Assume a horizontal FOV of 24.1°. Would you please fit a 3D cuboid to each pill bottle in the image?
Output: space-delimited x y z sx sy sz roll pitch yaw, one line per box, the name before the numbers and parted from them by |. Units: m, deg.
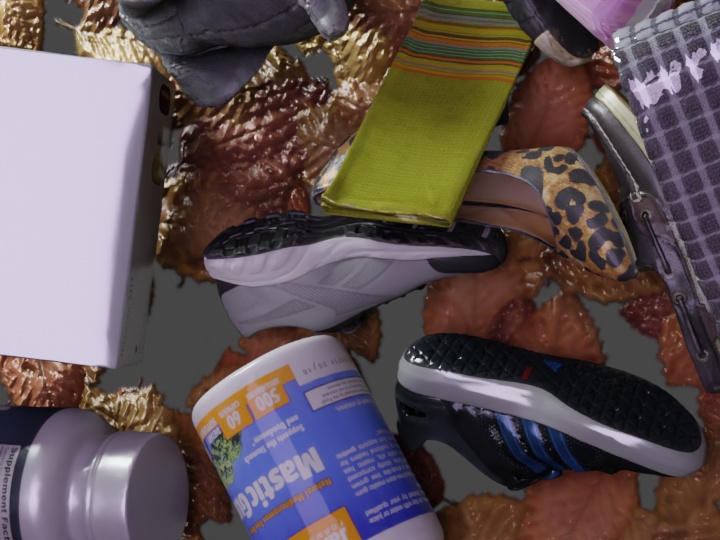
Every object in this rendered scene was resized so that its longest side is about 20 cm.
pill bottle | -0.224 0.151 1.145 0.199 0.119 0.120 0 87 21
pill bottle | -0.016 0.152 1.065 0.112 0.112 0.201 -34 75 17

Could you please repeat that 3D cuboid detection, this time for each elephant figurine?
elephant figurine | -0.102 -0.181 1.113 0.199 0.155 0.142 -26 93 18

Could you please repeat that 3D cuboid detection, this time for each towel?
towel | 0.047 -0.103 1.037 0.086 0.018 0.201 6 47 23
towel | 0.234 -0.053 0.849 0.165 0.086 0.201 -22 108 13

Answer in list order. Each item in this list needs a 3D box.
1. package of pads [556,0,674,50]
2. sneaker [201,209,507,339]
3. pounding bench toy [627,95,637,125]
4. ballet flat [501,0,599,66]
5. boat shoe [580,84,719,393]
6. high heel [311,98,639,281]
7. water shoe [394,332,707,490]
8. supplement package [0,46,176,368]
package of pads | 0.123 -0.233 0.989 0.200 0.076 0.121 46 108 21
sneaker | 0.000 0.000 1.099 0.199 0.074 0.080 -7 114 16
pounding bench toy | 0.270 -0.066 0.954 0.156 0.124 0.200 -33 105 16
ballet flat | 0.091 -0.208 1.081 0.201 0.066 0.057 60 139 19
boat shoe | 0.183 -0.018 1.016 0.065 0.073 0.201 -33 76 11
high heel | 0.066 -0.030 1.018 0.142 0.072 0.200 -27 47 -13
water shoe | 0.117 0.099 1.050 0.199 0.071 0.079 18 121 20
supplement package | -0.217 -0.043 1.135 0.155 0.111 0.201 7 90 2
